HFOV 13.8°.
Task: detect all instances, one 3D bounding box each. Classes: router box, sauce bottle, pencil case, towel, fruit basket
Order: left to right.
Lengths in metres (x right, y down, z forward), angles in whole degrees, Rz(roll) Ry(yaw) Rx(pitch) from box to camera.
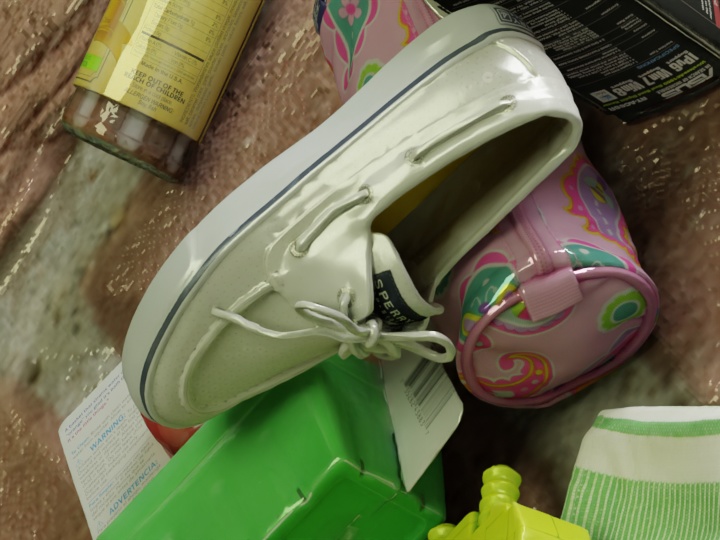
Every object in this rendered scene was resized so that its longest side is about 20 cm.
[{"bbox_3d":[-0.067,-0.141,1.324,0.065,0.065,0.201,21,84,46],"label":"sauce bottle"},{"bbox_3d":[-0.041,0.065,1.205,0.185,0.094,0.200,-47,31,16],"label":"fruit basket"},{"bbox_3d":[0.046,-0.044,1.156,0.087,0.087,0.201,-39,50,23],"label":"pencil case"},{"bbox_3d":[0.072,-0.177,1.147,0.062,0.150,0.201,-24,56,33],"label":"router box"},{"bbox_3d":[0.084,0.142,1.028,0.201,0.023,0.152,-70,15,-9],"label":"towel"}]

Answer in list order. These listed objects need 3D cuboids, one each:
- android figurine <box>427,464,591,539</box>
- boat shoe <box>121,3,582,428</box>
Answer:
[{"bbox_3d":[0.036,0.164,1.053,0.182,0.041,0.201,129,155,-49],"label":"android figurine"},{"bbox_3d":[0.003,0.001,1.076,0.202,0.075,0.086,-41,51,8],"label":"boat shoe"}]
